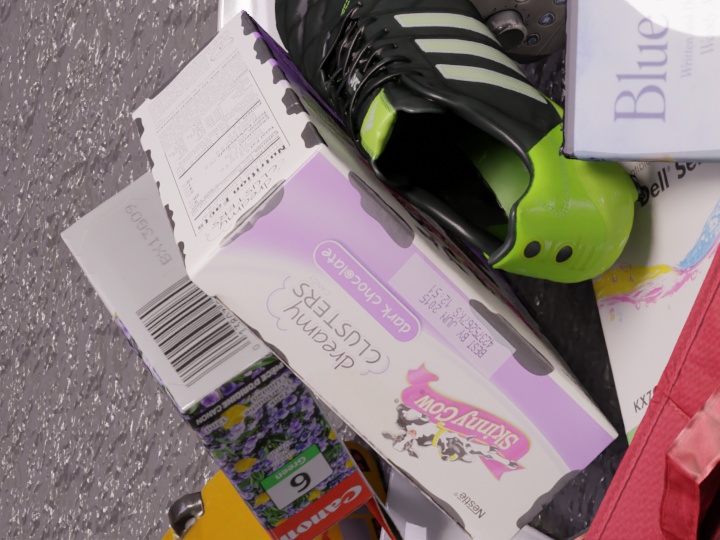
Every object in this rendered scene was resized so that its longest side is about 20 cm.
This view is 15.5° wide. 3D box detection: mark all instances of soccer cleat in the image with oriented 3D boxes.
[{"bbox_3d":[0.022,-0.065,0.988,0.200,0.081,0.068,43,118,36],"label":"soccer cleat"}]

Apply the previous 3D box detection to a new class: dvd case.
[{"bbox_3d":[0.163,-0.107,0.888,0.199,0.018,0.143,2,91,27],"label":"dvd case"}]

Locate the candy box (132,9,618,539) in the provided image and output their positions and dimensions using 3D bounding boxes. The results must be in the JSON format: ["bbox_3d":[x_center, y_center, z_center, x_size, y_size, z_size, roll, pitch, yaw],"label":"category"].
[{"bbox_3d":[0.000,0.000,1.045,0.072,0.168,0.200,-43,22,6],"label":"candy box"}]

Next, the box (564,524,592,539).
[{"bbox_3d":[0.071,0.141,0.965,0.200,0.137,0.040,-36,64,40],"label":"box"}]

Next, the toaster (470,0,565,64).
[{"bbox_3d":[0.055,-0.194,1.088,0.129,0.113,0.201,-46,47,41],"label":"toaster"}]

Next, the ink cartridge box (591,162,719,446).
[{"bbox_3d":[0.140,-0.017,0.969,0.117,0.067,0.201,-40,54,49],"label":"ink cartridge box"}]

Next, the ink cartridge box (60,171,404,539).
[{"bbox_3d":[-0.048,0.056,1.112,0.109,0.050,0.200,53,175,35],"label":"ink cartridge box"}]

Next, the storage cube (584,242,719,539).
[{"bbox_3d":[0.195,0.083,0.752,0.180,0.199,0.172,47,125,42],"label":"storage cube"}]

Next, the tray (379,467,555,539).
[{"bbox_3d":[0.064,0.157,1.117,0.200,0.022,0.108,23,106,57],"label":"tray"}]

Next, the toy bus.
[{"bbox_3d":[-0.065,0.160,1.272,0.200,0.078,0.065,-53,46,42],"label":"toy bus"}]

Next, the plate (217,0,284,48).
[{"bbox_3d":[-0.009,-0.092,1.252,0.199,0.032,0.201,-3,84,57],"label":"plate"}]
